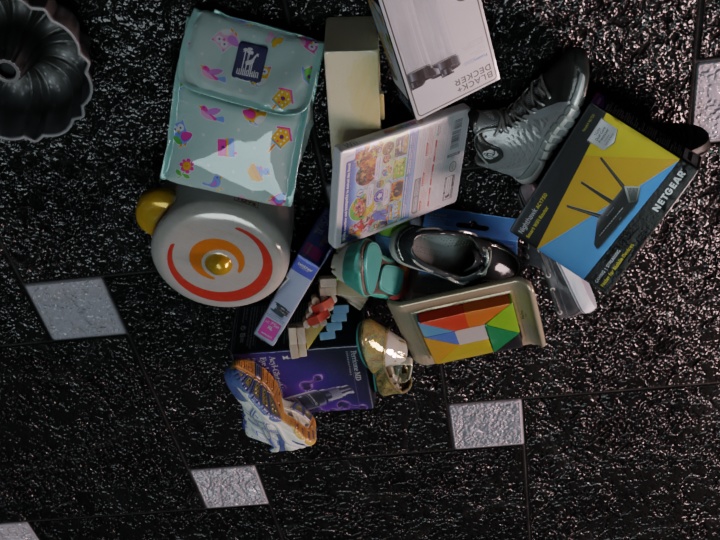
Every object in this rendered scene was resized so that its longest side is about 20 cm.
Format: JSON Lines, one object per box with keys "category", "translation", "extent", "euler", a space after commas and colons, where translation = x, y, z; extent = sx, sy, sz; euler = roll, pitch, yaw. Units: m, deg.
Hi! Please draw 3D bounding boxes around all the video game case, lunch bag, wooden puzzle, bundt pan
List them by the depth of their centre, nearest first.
{"category": "bundt pan", "translation": [-0.404, -0.254, 1.194], "extent": [0.199, 0.076, 0.204], "euler": [1, 134, 1]}
{"category": "lunch bag", "translation": [-0.137, -0.195, 1.209], "extent": [0.168, 0.122, 0.203], "euler": [13, 110, -2]}
{"category": "video game case", "translation": [0.048, -0.118, 1.268], "extent": [0.198, 0.018, 0.145], "euler": [-22, 137, -29]}
{"category": "wooden puzzle", "translation": [0.150, 0.080, 1.413], "extent": [0.197, 0.038, 0.186], "euler": [-8, 148, 12]}

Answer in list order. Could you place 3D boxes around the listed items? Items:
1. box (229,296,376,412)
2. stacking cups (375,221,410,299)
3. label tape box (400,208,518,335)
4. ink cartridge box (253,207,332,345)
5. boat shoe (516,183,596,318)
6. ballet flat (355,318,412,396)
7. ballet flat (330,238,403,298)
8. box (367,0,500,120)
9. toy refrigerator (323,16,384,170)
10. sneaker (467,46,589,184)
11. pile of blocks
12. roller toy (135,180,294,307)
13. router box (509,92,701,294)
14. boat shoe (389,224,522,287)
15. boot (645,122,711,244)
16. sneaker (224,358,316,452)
{"category": "box", "translation": [-0.081, 0.129, 1.534], "extent": [0.197, 0.105, 0.149], "euler": [-5, 133, 7]}
{"category": "stacking cups", "translation": [0.038, -0.047, 1.389], "extent": [0.060, 0.061, 0.202], "euler": [0, 132, 1]}
{"category": "label tape box", "translation": [0.141, 0.013, 1.445], "extent": [0.142, 0.064, 0.202], "euler": [7, 134, -6]}
{"category": "ink cartridge box", "translation": [-0.077, -0.002, 1.396], "extent": [0.042, 0.120, 0.201], "euler": [31, 130, -5]}
{"category": "boat shoe", "translation": [0.249, -0.023, 1.374], "extent": [0.066, 0.070, 0.201], "euler": [-24, 110, 21]}
{"category": "ballet flat", "translation": [0.041, 0.125, 1.464], "extent": [0.070, 0.072, 0.201], "euler": [-6, 150, 7]}
{"category": "ballet flat", "translation": [0.000, 0.000, 1.304], "extent": [0.069, 0.068, 0.200], "euler": [9, 173, 17]}
{"category": "box", "translation": [0.077, -0.283, 1.140], "extent": [0.115, 0.060, 0.201], "euler": [-26, 132, -5]}
{"category": "toy refrigerator", "translation": [-0.003, -0.199, 1.237], "extent": [0.069, 0.077, 0.202], "euler": [-1, 133, 2]}
{"category": "sneaker", "translation": [0.192, -0.191, 1.239], "extent": [0.114, 0.076, 0.201], "euler": [11, 134, -11]}
{"category": "pile of blocks", "translation": [-0.034, 0.043, 1.412], "extent": [0.081, 0.062, 0.202], "euler": [30, 93, -7]}
{"category": "roller toy", "translation": [-0.180, -0.050, 1.339], "extent": [0.180, 0.141, 0.201], "euler": [-13, 132, 13]}
{"category": "router box", "translation": [0.295, -0.091, 1.246], "extent": [0.148, 0.051, 0.201], "euler": [33, 124, 7]}
{"category": "boat shoe", "translation": [0.136, -0.014, 1.349], "extent": [0.197, 0.060, 0.077], "euler": [7, 91, -23]}
{"category": "boot", "translation": [0.360, -0.096, 1.320], "extent": [0.209, 0.080, 0.159], "euler": [-12, 126, 28]}
{"category": "sneaker", "translation": [-0.148, 0.208, 1.488], "extent": [0.087, 0.076, 0.200], "euler": [-22, 129, 22]}
